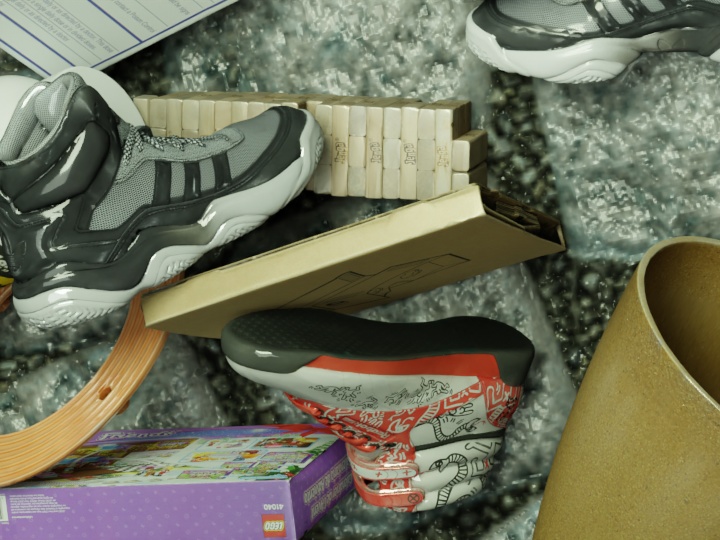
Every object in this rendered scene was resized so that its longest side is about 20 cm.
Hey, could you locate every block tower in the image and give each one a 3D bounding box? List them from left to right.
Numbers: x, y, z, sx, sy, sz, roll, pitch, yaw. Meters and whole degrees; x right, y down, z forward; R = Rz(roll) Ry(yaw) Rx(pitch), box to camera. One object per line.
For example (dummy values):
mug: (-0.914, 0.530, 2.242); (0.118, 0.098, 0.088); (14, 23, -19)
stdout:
block tower: (-0.029, -0.073, 1.317); (0.199, 0.058, 0.054); (4, 100, 14)

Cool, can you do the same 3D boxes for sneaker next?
sneaker: (-0.113, -0.062, 1.211); (0.075, 0.200, 0.114); (9, 128, 57)
sneaker: (0.003, 0.082, 1.272); (0.067, 0.201, 0.108); (38, 118, 48)
sneaker: (0.151, -0.167, 1.222); (0.199, 0.076, 0.114); (-2, 121, 11)

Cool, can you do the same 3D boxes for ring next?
ring: (-0.180, 0.044, 1.330); (0.200, 0.201, 0.019); (-30, 130, 19)

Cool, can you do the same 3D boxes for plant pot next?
plant pot: (0.179, 0.118, 1.235); (0.186, 0.186, 0.200); (36, 120, 8)

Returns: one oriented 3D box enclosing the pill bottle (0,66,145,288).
pill bottle: (-0.221, -0.045, 1.324); (0.200, 0.112, 0.113); (-21, 93, 34)

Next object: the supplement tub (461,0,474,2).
supplement tub: (0.046, -0.259, 1.219); (0.140, 0.140, 0.200); (-36, 87, 18)

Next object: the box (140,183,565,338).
box: (0.000, 0.000, 1.264); (0.199, 0.163, 0.021); (-18, 78, 18)

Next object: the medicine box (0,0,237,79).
medicine box: (-0.143, -0.213, 1.250); (0.199, 0.182, 0.103); (-25, 61, 18)

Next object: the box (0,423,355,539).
box: (-0.112, 0.125, 1.329); (0.199, 0.137, 0.039); (-3, 99, 17)
